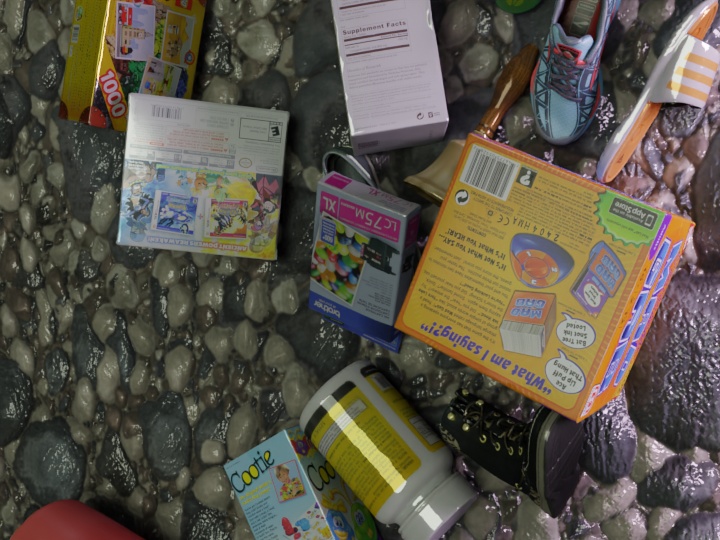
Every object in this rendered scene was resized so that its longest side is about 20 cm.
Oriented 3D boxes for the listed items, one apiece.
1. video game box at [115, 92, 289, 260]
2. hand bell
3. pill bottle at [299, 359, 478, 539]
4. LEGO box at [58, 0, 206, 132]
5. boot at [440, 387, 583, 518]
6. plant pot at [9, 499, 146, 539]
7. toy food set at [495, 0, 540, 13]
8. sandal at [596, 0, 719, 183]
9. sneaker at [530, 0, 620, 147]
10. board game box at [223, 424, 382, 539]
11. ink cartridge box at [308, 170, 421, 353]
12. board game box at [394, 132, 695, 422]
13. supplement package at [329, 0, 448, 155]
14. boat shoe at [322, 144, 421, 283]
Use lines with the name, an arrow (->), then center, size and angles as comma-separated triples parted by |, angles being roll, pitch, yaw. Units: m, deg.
video game box -> -0.192, -0.113, 1.172 | 0.197, 0.047, 0.185 | 6, 91, -7
hand bell -> 0.140, -0.160, 1.046 | 0.103, 0.104, 0.202 | 30, 92, 23
pill bottle -> 0.032, 0.210, 1.073 | 0.200, 0.114, 0.115 | 47, 109, 19
LEGO box -> -0.287, -0.276, 1.207 | 0.076, 0.148, 0.203 | 15, 97, 41
boot -> 0.149, 0.170, 0.982 | 0.153, 0.204, 0.074 | 30, 68, 28
plant pot -> -0.363, 0.408, 1.242 | 0.176, 0.199, 0.203 | 27, 102, 33
toy food set -> 0.158, -0.358, 0.973 | 0.200, 0.196, 0.049 | -44, 39, 47
sandal -> 0.314, -0.169, 0.956 | 0.059, 0.079, 0.209 | 36, 114, 21
sneaker -> 0.213, -0.226, 0.979 | 0.078, 0.095, 0.203 | 15, 110, 20
board game box -> -0.059, 0.293, 1.125 | 0.104, 0.103, 0.202 | -31, 77, 23
ink cartridge box -> 0.000, 0.000, 1.088 | 0.118, 0.042, 0.202 | 22, 127, 24
board game box -> 0.188, 0.003, 0.946 | 0.198, 0.199, 0.202 | 26, 101, 24
supplement package -> 0.028, -0.245, 1.059 | 0.108, 0.114, 0.203 | -8, 85, 1
boat shoe -> 0.009, -0.055, 1.112 | 0.072, 0.062, 0.202 | -28, 79, 21
